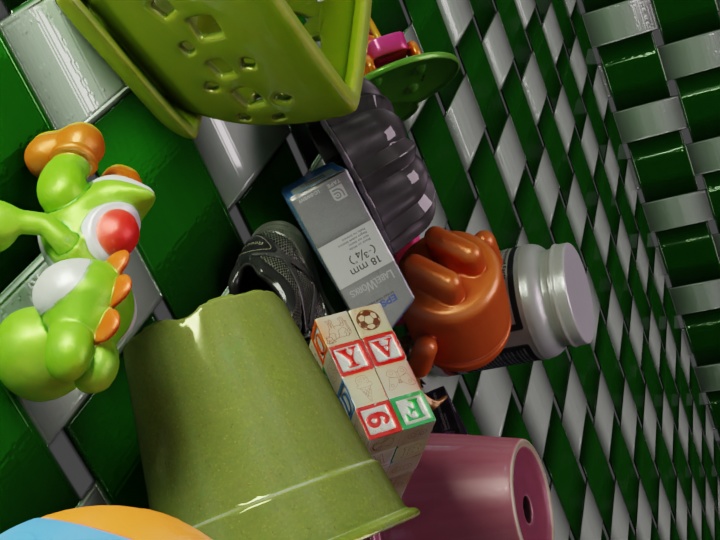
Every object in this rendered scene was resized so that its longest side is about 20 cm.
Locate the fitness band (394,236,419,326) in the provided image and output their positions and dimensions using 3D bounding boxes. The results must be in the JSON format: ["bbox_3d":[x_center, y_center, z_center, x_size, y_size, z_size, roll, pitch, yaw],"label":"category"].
[{"bbox_3d":[0.030,-0.032,1.264,0.144,0.037,0.200,48,38,-48],"label":"fitness band"}]

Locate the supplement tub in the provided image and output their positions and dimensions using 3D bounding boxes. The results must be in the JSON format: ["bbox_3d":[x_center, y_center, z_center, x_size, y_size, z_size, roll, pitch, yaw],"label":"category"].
[{"bbox_3d":[0.170,0.047,1.330,0.140,0.200,0.141,42,42,-53],"label":"supplement tub"}]

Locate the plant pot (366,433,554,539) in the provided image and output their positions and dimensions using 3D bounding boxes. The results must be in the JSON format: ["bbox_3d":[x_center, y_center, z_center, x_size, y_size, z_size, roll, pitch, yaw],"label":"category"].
[{"bbox_3d":[0.087,0.242,1.074,0.200,0.179,0.200,44,40,-52],"label":"plant pot"}]

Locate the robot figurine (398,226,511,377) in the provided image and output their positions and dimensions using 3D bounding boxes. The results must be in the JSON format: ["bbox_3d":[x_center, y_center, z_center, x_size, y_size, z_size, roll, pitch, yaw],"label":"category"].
[{"bbox_3d":[0.100,0.036,1.170,0.200,0.116,0.144,67,17,-56],"label":"robot figurine"}]

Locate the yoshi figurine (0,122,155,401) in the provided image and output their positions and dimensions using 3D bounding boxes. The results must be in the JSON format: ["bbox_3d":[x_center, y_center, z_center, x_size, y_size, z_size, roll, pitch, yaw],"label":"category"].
[{"bbox_3d":[-0.197,0.004,0.713,0.200,0.112,0.112,-99,-159,-44],"label":"yoshi figurine"}]

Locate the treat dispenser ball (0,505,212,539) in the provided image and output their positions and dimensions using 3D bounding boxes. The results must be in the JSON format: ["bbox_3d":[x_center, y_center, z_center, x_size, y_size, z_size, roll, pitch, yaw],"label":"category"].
[{"bbox_3d":[-0.137,0.224,0.562,0.201,0.201,0.201,42,42,-52],"label":"treat dispenser ball"}]

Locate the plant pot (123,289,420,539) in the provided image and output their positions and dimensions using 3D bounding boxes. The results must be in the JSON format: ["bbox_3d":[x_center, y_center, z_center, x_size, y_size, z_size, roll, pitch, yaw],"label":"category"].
[{"bbox_3d":[-0.084,0.122,0.784,0.200,0.200,0.190,2,64,-65],"label":"plant pot"}]

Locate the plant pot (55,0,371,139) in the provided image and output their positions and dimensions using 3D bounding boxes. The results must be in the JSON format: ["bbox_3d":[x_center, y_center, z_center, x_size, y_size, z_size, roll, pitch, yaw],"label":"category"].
[{"bbox_3d":[-0.116,-0.233,0.869,0.200,0.181,0.199,51,35,-45],"label":"plant pot"}]

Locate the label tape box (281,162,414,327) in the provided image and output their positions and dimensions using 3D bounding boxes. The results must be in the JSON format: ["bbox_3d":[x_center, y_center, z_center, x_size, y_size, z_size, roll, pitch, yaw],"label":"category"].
[{"bbox_3d":[0.000,0.000,1.041,0.200,0.063,0.144,62,-2,-10],"label":"label tape box"}]

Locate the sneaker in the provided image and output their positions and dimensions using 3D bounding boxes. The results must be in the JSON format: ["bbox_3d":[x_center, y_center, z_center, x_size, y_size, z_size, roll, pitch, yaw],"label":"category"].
[{"bbox_3d":[-0.059,0.064,0.977,0.200,0.076,0.114,65,28,-17],"label":"sneaker"}]

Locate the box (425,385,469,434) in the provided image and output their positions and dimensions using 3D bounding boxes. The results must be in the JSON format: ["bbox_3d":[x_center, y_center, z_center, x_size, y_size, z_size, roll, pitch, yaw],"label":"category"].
[{"bbox_3d":[0.137,0.252,1.295,0.200,0.036,0.143,60,7,-31],"label":"box"}]

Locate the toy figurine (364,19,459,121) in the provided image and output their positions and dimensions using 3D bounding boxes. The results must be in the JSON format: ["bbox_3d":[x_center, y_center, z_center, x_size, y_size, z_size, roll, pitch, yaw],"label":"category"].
[{"bbox_3d":[0.006,-0.275,1.243,0.200,0.150,0.184,111,-41,-76],"label":"toy figurine"}]

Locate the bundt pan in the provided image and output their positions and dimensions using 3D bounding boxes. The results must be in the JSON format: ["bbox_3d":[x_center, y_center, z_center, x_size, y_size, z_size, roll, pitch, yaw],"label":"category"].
[{"bbox_3d":[0.012,-0.113,1.103,0.202,0.076,0.202,60,-3,5],"label":"bundt pan"}]

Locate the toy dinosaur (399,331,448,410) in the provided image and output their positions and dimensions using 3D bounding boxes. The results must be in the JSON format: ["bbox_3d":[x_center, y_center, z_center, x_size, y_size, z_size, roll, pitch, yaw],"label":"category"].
[{"bbox_3d":[0.033,0.123,1.191,0.106,0.060,0.200,50,22,4],"label":"toy dinosaur"}]

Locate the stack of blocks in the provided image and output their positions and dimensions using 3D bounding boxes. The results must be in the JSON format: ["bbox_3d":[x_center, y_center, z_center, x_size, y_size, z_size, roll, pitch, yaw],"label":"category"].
[{"bbox_3d":[-0.005,0.134,0.926,0.200,0.058,0.115,105,-35,-52],"label":"stack of blocks"}]
